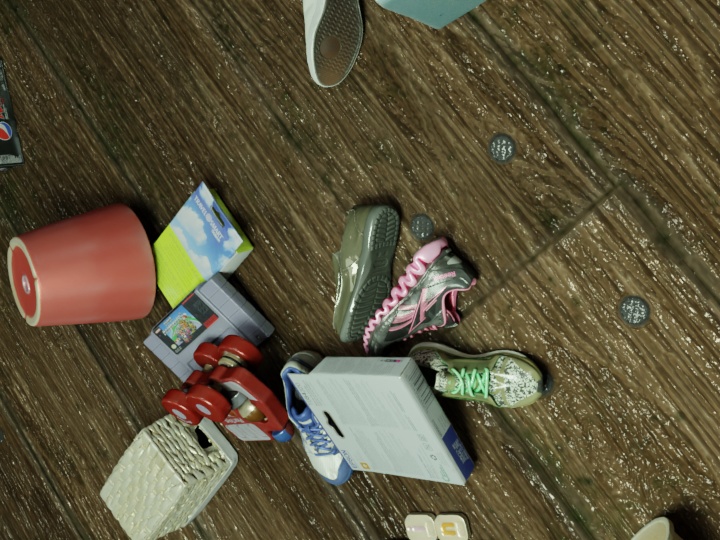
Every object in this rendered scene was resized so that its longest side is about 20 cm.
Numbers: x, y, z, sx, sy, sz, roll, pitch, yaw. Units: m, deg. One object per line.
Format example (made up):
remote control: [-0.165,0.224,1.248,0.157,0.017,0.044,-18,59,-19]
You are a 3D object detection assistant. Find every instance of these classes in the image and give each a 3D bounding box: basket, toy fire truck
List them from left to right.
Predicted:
basket: [-0.317,0.334,1.417,0.136,0.123,0.200,47,120,17]
toy fire truck: [-0.179,0.192,1.274,0.168,0.112,0.200,43,148,-21]

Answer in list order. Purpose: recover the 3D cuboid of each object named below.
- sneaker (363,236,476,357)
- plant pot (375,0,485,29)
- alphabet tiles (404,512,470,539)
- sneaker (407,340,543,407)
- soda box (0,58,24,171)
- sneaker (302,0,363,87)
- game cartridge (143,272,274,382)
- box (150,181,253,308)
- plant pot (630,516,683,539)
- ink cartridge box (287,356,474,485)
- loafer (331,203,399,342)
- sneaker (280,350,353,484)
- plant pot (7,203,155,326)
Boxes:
sneaker: [0.079,0.055,1.129,0.095,0.079,0.200,38,120,10]
plant pot: [0.110,-0.407,0.946,0.200,0.196,0.196,-20,88,26]
alphabet tiles: [0.125,0.432,1.199,0.196,0.015,0.200,-12,92,35]
sneaker: [0.130,0.140,1.093,0.200,0.089,0.077,3,101,34]
soda box: [-0.678,-0.282,1.582,0.071,0.063,0.200,-8,94,35]
sneaker: [-0.042,-0.347,1.142,0.085,0.073,0.200,-137,48,-56]
game cartridge: [-0.240,0.101,1.348,0.130,0.038,0.200,43,124,-11]
box: [-0.249,-0.032,1.344,0.200,0.048,0.122,-45,74,33]
plant pot: [0.355,0.407,0.945,0.183,0.200,0.201,35,117,11]
ink cartridge box: [0.026,0.195,1.146,0.200,0.043,0.196,-3,128,42]
loafer: [0.000,0.000,1.174,0.070,0.075,0.200,27,109,40]
sneaker: [-0.070,0.218,1.240,0.075,0.088,0.200,-20,89,19]
plant pot: [-0.449,0.002,1.380,0.200,0.177,0.201,22,119,48]
